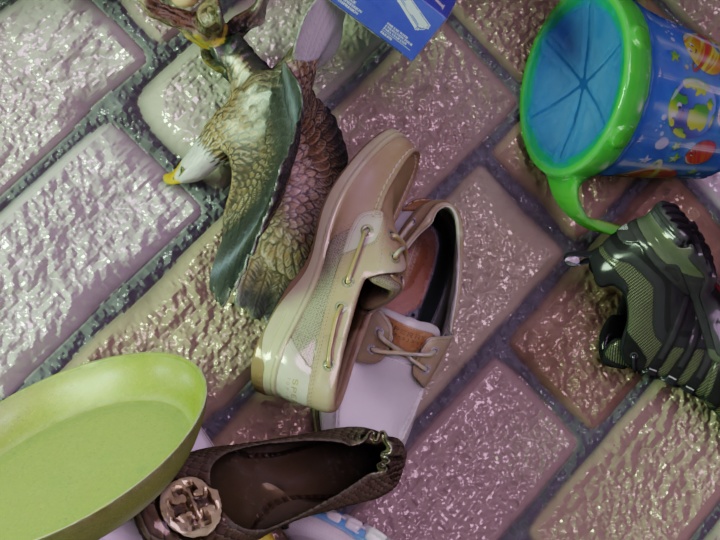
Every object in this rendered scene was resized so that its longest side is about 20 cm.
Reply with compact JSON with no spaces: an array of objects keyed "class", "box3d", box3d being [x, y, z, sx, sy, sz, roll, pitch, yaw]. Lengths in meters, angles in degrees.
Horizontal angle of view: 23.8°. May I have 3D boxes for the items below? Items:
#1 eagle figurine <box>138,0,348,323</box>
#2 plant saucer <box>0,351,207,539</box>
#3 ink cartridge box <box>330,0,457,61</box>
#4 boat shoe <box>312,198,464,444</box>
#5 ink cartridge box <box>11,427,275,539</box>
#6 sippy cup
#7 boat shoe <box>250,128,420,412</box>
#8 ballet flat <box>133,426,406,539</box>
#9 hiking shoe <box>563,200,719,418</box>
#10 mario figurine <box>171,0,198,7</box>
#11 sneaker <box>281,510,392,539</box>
[{"class":"eagle figurine","box3d":[-0.065,-0.075,1.110,0.151,0.151,0.200,-12,70,-34]},{"class":"plant saucer","box3d":[-0.177,0.116,1.003,0.200,0.200,0.031,-33,115,-21]},{"class":"ink cartridge box","box3d":[0.033,-0.226,1.161,0.094,0.044,0.200,36,36,-8]},{"class":"boat shoe","box3d":[0.021,0.044,1.135,0.075,0.068,0.201,17,74,-15]},{"class":"ink cartridge box","box3d":[-0.113,0.215,1.045,0.145,0.083,0.200,-32,89,-22]},{"class":"sippy cup","box3d":[0.202,-0.122,1.205,0.130,0.178,0.140,8,39,-26]},{"class":"boat shoe","box3d":[0.000,0.000,1.092,0.065,0.072,0.200,19,64,18]},{"class":"ballet flat","box3d":[-0.047,0.128,1.027,0.200,0.046,0.068,-7,70,-41]},{"class":"hiking shoe","box3d":[0.222,0.051,1.203,0.100,0.076,0.200,-25,105,18]},{"class":"mario figurine","box3d":[-0.148,-0.203,1.118,0.200,0.106,0.124,-10,49,-41]},{"class":"sneaker","box3d":[0.021,0.230,1.093,0.200,0.075,0.087,39,75,-5]}]
